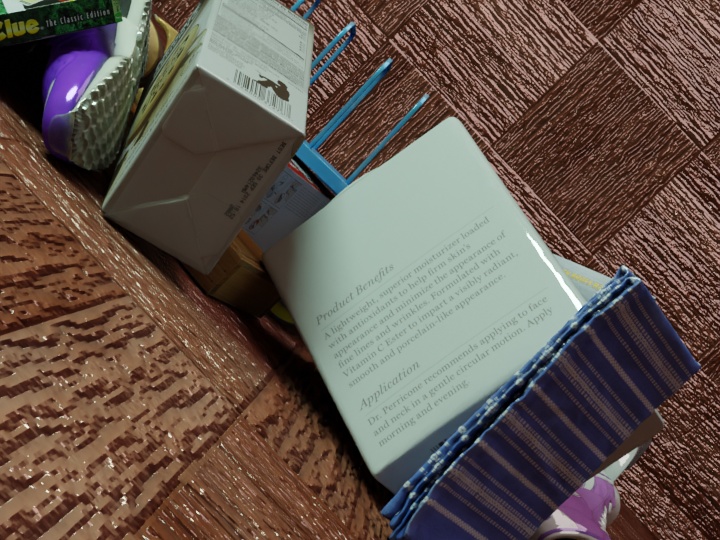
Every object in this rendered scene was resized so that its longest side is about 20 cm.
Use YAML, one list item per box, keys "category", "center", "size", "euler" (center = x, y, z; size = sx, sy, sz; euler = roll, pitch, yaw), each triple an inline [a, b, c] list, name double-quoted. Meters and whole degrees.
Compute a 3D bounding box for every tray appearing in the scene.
- category: "tray"
  center: [-0.135, -0.057, 0.931]
  size: [0.200, 0.037, 0.099]
  euler: [49, 5, 20]

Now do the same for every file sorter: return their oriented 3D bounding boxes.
- category: "file sorter"
  center: [-0.046, -0.178, 1.220]
  size: [0.200, 0.123, 0.139]
  euler: [44, 4, -3]

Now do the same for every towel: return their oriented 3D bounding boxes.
- category: "towel"
  center: [0.111, 0.101, 0.777]
  size: [0.024, 0.200, 0.145]
  euler: [46, 2, 38]

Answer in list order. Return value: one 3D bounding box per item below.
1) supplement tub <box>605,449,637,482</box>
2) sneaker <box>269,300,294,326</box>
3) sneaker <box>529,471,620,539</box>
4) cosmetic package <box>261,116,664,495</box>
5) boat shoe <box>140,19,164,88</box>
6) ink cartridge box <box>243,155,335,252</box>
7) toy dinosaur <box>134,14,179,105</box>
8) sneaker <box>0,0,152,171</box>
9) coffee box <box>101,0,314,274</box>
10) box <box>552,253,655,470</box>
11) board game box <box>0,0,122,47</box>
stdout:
- category: "supplement tub"
  center: [0.148, 0.133, 1.252]
  size: [0.200, 0.140, 0.140]
  euler: [47, 4, 5]
- category: "sneaker"
  center: [0.000, 0.000, 1.060]
  size: [0.200, 0.078, 0.066]
  euler: [-1, 59, -60]
- category: "sneaker"
  center: [0.168, 0.206, 1.042]
  size: [0.200, 0.073, 0.114]
  euler: [19, 23, -51]
- category: "cosmetic package"
  center: [0.067, 0.045, 0.886]
  size: [0.165, 0.164, 0.201]
  euler: [47, 11, -50]
- category: "boat shoe"
  center: [-0.223, -0.199, 1.003]
  size: [0.200, 0.071, 0.070]
  euler: [37, -6, 14]
- category: "ink cartridge box"
  center: [-0.121, -0.104, 1.183]
  size: [0.176, 0.084, 0.200]
  euler: [46, 4, 15]
- category: "toy dinosaur"
  center: [-0.162, -0.136, 1.063]
  size: [0.200, 0.106, 0.060]
  euler: [41, 4, 33]
- category: "sneaker"
  center: [-0.194, -0.129, 0.851]
  size: [0.099, 0.070, 0.201]
  euler: [10, 31, -5]
- category: "coffee box"
  center: [-0.093, -0.103, 0.855]
  size: [0.080, 0.113, 0.200]
  euler: [31, 23, -16]
- category: "box"
  center: [0.209, 0.083, 1.305]
  size: [0.158, 0.048, 0.201]
  euler: [24, -40, 34]
- category: "board game box"
  center: [-0.225, -0.189, 0.863]
  size: [0.200, 0.104, 0.024]
  euler: [-128, -155, -55]
